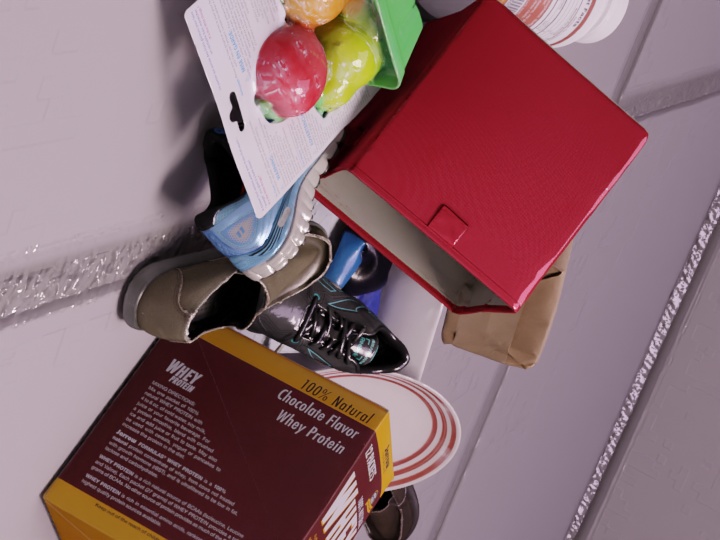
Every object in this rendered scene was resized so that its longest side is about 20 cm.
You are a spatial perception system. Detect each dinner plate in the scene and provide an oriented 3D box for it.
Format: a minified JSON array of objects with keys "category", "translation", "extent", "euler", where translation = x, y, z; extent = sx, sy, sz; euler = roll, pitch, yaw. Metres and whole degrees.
[{"category":"dinner plate","translation":[-0.004,0.147,1.932],"extent":[0.200,0.200,0.024],"euler":[95,-1,-49]}]

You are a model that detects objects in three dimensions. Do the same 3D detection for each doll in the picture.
[{"category":"doll","translation":[0.000,0.000,1.842],"extent":[0.136,0.048,0.200],"euler":[-36,148,-44]}]

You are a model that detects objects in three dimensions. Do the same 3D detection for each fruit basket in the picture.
[{"category":"fruit basket","translation":[-0.046,-0.168,1.465],"extent":[0.200,0.094,0.185],"euler":[-45,136,-28]}]

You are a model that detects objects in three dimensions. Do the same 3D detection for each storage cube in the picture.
[{"category":"storage cube","translation":[0.086,-0.089,1.614],"extent":[0.180,0.200,0.171],"euler":[-51,-170,-10]}]

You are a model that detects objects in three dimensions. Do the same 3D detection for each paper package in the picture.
[{"category":"paper package","translation":[0.154,-0.042,1.964],"extent":[0.191,0.103,0.200],"euler":[100,5,-59]}]

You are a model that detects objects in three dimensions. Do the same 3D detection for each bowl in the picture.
[{"category":"bowl","translation":[0.042,0.040,2.007],"extent":[0.200,0.075,0.200],"euler":[-68,176,-62]}]

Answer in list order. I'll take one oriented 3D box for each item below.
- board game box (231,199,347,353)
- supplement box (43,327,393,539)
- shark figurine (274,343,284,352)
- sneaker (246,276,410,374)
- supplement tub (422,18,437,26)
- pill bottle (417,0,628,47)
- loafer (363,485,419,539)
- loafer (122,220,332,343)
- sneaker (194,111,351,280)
[{"category":"board game box","translation":[-0.051,-0.022,1.790],"extent":[0.200,0.026,0.200],"euler":[-65,162,6]},{"category":"supplement box","translation":[-0.107,0.174,1.629],"extent":[0.200,0.197,0.133],"euler":[-56,161,-24]},{"category":"shark figurine","translation":[-0.094,0.151,1.769],"extent":[0.128,0.089,0.215],"euler":[-49,-179,42]},{"category":"sneaker","translation":[-0.028,0.041,1.727],"extent":[0.200,0.079,0.076],"euler":[22,96,-54]},{"category":"supplement tub","translation":[0.087,-0.166,1.817],"extent":[0.200,0.122,0.123],"euler":[-23,137,-65]},{"category":"pill bottle","translation":[0.143,-0.255,1.767],"extent":[0.200,0.112,0.112],"euler":[7,111,-48]},{"category":"loafer","translation":[0.019,0.253,2.330],"extent":[0.071,0.073,0.200],"euler":[-43,146,-35]},{"category":"loafer","translation":[-0.091,0.016,1.583],"extent":[0.200,0.070,0.075],"euler":[-23,135,-39]},{"category":"sneaker","translation":[-0.070,-0.097,1.534],"extent":[0.078,0.090,0.200],"euler":[-21,-135,48]}]
